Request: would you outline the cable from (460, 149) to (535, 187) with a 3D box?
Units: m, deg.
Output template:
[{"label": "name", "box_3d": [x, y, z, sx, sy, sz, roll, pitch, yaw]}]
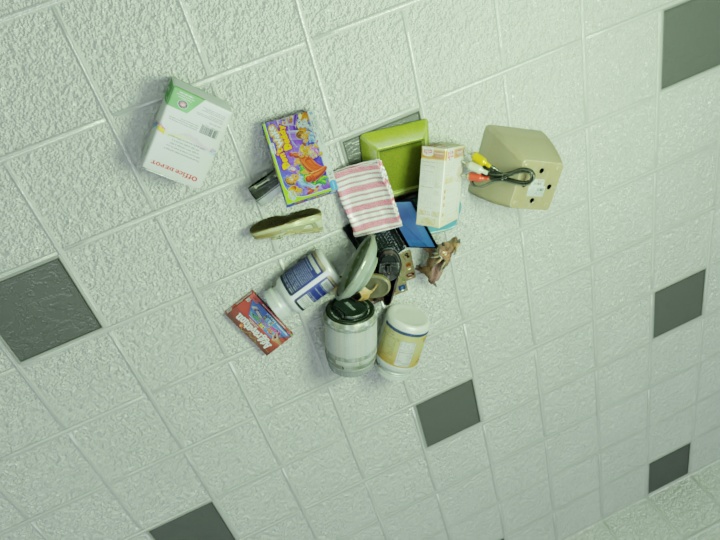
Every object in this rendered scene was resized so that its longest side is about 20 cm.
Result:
[{"label": "cable", "box_3d": [0.357, -0.246, 1.674, 0.050, 0.197, 0.099, -28, 135, -51]}]

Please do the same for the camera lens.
[{"label": "camera lens", "box_3d": [-0.029, 0.188, 1.861, 0.156, 0.161, 0.204, -10, 123, -15]}]

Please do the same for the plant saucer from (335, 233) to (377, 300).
[{"label": "plant saucer", "box_3d": [0.000, 0.000, 1.717, 0.050, 0.201, 0.202, 30, 107, -10]}]

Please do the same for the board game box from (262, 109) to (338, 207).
[{"label": "board game box", "box_3d": [-0.147, -0.272, 1.546, 0.132, 0.045, 0.205, -18, 88, -10]}]

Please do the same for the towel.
[{"label": "towel", "box_3d": [0.017, -0.187, 1.687, 0.143, 0.030, 0.203, -12, 117, 19]}]

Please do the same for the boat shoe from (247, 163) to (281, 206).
[{"label": "boat shoe", "box_3d": [-0.193, -0.247, 1.592, 0.199, 0.071, 0.064, -41, 109, -6]}]

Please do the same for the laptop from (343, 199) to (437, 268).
[{"label": "laptop", "box_3d": [0.084, -0.092, 1.771, 0.198, 0.104, 0.179, -34, 123, 0]}]

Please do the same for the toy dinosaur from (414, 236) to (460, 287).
[{"label": "toy dinosaur", "box_3d": [0.221, -0.018, 1.852, 0.084, 0.136, 0.204, -5, 122, -18]}]

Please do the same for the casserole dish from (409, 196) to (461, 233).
[{"label": "casserole dish", "box_3d": [0.207, -0.157, 1.826, 0.195, 0.039, 0.124, -11, 122, -14]}]

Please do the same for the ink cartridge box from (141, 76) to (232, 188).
[{"label": "ink cartridge box", "box_3d": [-0.402, -0.314, 1.462, 0.142, 0.084, 0.203, 19, 111, -29]}]

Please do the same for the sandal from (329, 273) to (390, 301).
[{"label": "sandal", "box_3d": [-0.010, 0.055, 1.808, 0.195, 0.055, 0.082, 0, 127, 12]}]

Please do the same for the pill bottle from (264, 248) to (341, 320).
[{"label": "pill bottle", "box_3d": [-0.161, 0.042, 1.750, 0.198, 0.116, 0.116, -35, 126, 2]}]

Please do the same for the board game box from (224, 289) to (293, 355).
[{"label": "board game box", "box_3d": [-0.289, 0.153, 1.825, 0.102, 0.020, 0.201, -36, 126, 3]}]

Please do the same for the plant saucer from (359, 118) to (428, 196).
[{"label": "plant saucer", "box_3d": [0.105, -0.283, 1.704, 0.195, 0.048, 0.204, -15, 124, -12]}]

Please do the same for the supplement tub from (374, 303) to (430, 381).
[{"label": "supplement tub", "box_3d": [0.123, 0.221, 1.951, 0.141, 0.145, 0.204, 4, 118, -23]}]

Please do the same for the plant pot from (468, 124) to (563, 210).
[{"label": "plant pot", "box_3d": [0.446, -0.271, 1.768, 0.195, 0.178, 0.204, 1, 118, -22]}]

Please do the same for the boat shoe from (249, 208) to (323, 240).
[{"label": "boat shoe", "box_3d": [-0.193, -0.109, 1.676, 0.197, 0.073, 0.064, -18, 120, -20]}]

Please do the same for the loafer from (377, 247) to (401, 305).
[{"label": "loafer", "box_3d": [0.083, 0.021, 1.823, 0.070, 0.064, 0.202, 0, 140, -1]}]

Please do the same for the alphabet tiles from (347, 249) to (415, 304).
[{"label": "alphabet tiles", "box_3d": [0.068, 0.015, 1.891, 0.196, 0.008, 0.170, -22, 124, -9]}]

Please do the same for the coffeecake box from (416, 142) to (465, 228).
[{"label": "coffeecake box", "box_3d": [0.214, -0.230, 1.689, 0.153, 0.072, 0.205, -26, 123, -59]}]
